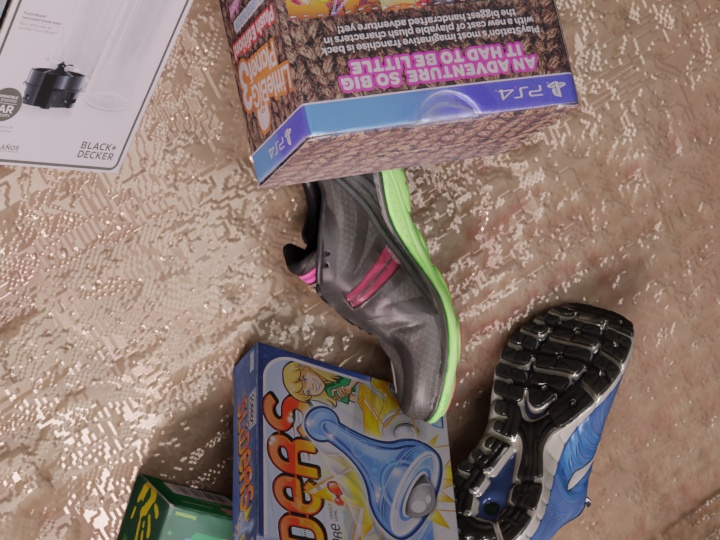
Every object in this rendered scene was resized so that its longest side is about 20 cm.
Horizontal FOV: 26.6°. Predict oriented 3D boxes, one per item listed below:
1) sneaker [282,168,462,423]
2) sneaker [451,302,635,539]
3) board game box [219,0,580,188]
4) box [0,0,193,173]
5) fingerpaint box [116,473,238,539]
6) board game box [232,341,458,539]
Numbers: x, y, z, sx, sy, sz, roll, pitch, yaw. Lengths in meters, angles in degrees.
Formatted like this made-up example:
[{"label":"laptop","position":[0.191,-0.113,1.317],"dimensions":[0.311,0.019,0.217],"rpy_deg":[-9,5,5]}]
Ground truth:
[{"label":"sneaker","position":[0.000,0.000,0.909],"dimensions":[0.084,0.077,0.200],"rpy_deg":[-22,93,-13]},{"label":"sneaker","position":[0.116,0.109,0.976],"dimensions":[0.200,0.078,0.089],"rpy_deg":[-57,151,-20]},{"label":"board game box","position":[0.010,-0.162,0.840],"dimensions":[0.159,0.097,0.200],"rpy_deg":[-9,81,-21]},{"label":"box","position":[-0.142,-0.152,0.769],"dimensions":[0.117,0.060,0.200],"rpy_deg":[-1,124,-52]},{"label":"fingerpaint box","position":[-0.058,0.230,0.911],"dimensions":[0.200,0.073,0.167],"rpy_deg":[18,91,-24]},{"label":"board game box","position":[-0.008,0.146,0.872],"dimensions":[0.135,0.034,0.200],"rpy_deg":[18,45,-25]}]
